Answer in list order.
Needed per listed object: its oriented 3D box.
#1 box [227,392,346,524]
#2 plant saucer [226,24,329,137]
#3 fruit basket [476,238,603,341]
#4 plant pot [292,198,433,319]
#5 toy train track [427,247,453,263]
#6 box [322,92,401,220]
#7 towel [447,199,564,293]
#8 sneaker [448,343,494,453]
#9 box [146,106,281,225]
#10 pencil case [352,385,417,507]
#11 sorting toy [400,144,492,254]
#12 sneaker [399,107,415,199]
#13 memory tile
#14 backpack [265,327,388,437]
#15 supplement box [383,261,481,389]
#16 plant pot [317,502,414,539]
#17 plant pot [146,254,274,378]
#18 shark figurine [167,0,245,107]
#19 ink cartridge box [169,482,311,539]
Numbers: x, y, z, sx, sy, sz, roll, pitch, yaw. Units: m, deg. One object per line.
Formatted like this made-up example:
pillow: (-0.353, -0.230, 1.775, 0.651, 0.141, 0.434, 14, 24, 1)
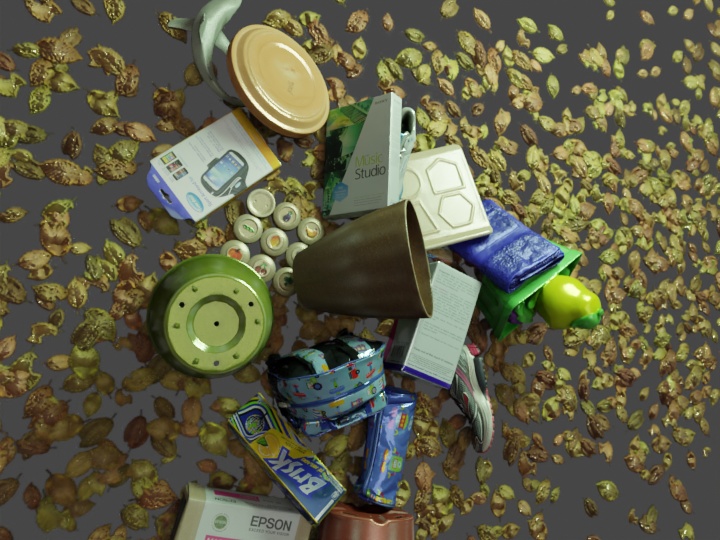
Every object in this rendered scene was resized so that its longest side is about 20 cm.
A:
box: (-0.116, 0.289, 0.775, 0.200, 0.070, 0.064, 44, 61, 10)
plant saucer: (-0.130, -0.323, 0.854, 0.199, 0.032, 0.202, 19, 61, -38)
fruit basket: (0.347, 0.053, 0.944, 0.214, 0.156, 0.217, 0, 55, 0)
plant pot: (0.000, 0.000, 0.809, 0.199, 0.187, 0.188, -12, 88, 15)
toy train track: (0.085, -0.045, 0.947, 0.199, 0.033, 0.115, 15, 57, -25)
box: (0.001, -0.194, 0.878, 0.036, 0.144, 0.202, 14, 76, -53)
towel: (0.256, -0.055, 0.938, 0.147, 0.200, 0.050, -27, 137, -22)
sneaker: (0.203, 0.239, 0.944, 0.074, 0.081, 0.202, -12, 88, 7)
box: (-0.246, -0.166, 0.834, 0.200, 0.041, 0.119, -38, 98, -18)
pencil case: (0.041, 0.296, 0.866, 0.087, 0.078, 0.201, 25, 73, -46)
sorting toy: (0.129, -0.133, 0.941, 0.184, 0.037, 0.201, -14, 72, -11)
sneaker: (0.055, -0.203, 0.895, 0.074, 0.087, 0.201, 15, 71, -1)
memory tile: (-0.128, -0.036, 0.875, 0.199, 0.017, 0.154, 29, 75, -15)
backpack: (-0.040, 0.175, 0.786, 0.181, 0.200, 0.136, -16, 90, -22)
supplement box: (0.125, 0.097, 0.910, 0.103, 0.101, 0.201, 23, 77, -17)
plant pot: (0.004, 0.477, 0.783, 0.199, 0.201, 0.197, 12, 72, -19)
plant pot: (-0.211, 0.070, 0.729, 0.199, 0.193, 0.202, 1, 87, -18)
shark figurine: (-0.246, -0.369, 0.832, 0.127, 0.089, 0.216, -6, 84, -20)
ink cartridge box: (-0.189, 0.432, 0.768, 0.199, 0.075, 0.166, 17, 79, -18)
